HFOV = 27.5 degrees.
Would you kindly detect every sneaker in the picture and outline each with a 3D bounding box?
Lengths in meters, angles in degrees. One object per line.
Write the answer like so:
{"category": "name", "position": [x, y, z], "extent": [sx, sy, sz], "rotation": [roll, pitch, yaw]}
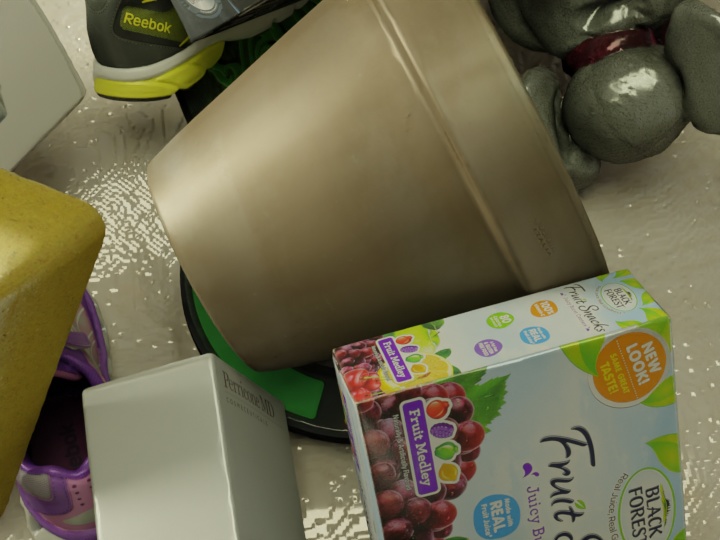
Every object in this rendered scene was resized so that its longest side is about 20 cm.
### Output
{"category": "sneaker", "position": [-0.167, 0.049, 0.765], "extent": [0.080, 0.089, 0.200], "rotation": [-24, 66, -10]}
{"category": "sneaker", "position": [-0.086, -0.176, 0.852], "extent": [0.074, 0.085, 0.200], "rotation": [14, 45, 26]}

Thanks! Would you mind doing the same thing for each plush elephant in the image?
{"category": "plush elephant", "position": [0.149, -0.132, 0.826], "extent": [0.164, 0.155, 0.200], "rotation": [-10, 15, 33]}

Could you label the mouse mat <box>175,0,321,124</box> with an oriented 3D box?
{"category": "mouse mat", "position": [-0.014, -0.085, 0.842], "extent": [0.161, 0.008, 0.200], "rotation": [-19, 56, -10]}

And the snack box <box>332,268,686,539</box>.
{"category": "snack box", "position": [0.076, 0.112, 0.679], "extent": [0.142, 0.200, 0.053], "rotation": [-16, 29, -8]}

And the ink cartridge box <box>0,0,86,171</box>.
{"category": "ink cartridge box", "position": [-0.263, -0.065, 0.771], "extent": [0.145, 0.085, 0.200], "rotation": [5, 43, 37]}

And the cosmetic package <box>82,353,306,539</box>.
{"category": "cosmetic package", "position": [-0.068, 0.152, 0.694], "extent": [0.071, 0.101, 0.200], "rotation": [-16, 68, 13]}

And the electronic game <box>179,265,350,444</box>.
{"category": "electronic game", "position": [0.000, 0.000, 0.814], "extent": [0.199, 0.042, 0.200], "rotation": [0, 64, 0]}

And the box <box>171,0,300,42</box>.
{"category": "box", "position": [0.010, -0.195, 0.803], "extent": [0.200, 0.160, 0.044], "rotation": [-34, 100, -49]}

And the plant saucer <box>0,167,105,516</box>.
{"category": "plant saucer", "position": [-0.237, 0.027, 0.653], "extent": [0.200, 0.200, 0.048], "rotation": [21, 31, -7]}

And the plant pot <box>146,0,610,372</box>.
{"category": "plant pot", "position": [0.000, -0.039, 0.713], "extent": [0.173, 0.200, 0.200], "rotation": [-29, 67, 4]}
